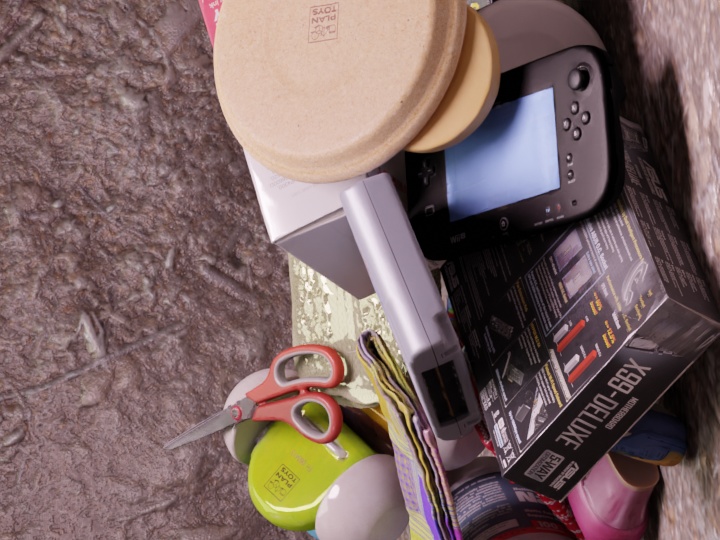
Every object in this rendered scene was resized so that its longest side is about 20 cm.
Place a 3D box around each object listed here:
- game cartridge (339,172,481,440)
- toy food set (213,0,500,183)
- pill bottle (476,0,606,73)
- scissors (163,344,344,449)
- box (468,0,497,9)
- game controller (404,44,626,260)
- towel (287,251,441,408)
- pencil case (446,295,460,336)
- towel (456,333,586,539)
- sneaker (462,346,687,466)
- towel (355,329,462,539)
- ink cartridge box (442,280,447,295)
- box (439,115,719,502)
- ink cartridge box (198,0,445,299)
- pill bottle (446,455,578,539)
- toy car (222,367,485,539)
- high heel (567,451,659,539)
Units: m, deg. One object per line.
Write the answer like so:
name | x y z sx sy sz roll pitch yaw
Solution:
game cartridge | 0.031 0.020 1.537 0.133 0.042 0.200 63 178 21
toy food set | -0.009 -0.152 1.556 0.049 0.200 0.198 16 -123 -53
pill bottle | 0.097 -0.123 1.696 0.200 0.114 0.114 -174 77 -83
scissors | -0.083 0.096 1.842 0.200 0.014 0.073 -7 93 44
box | 0.055 -0.167 1.889 0.200 0.048 0.159 4 100 53
game controller | 0.092 -0.069 1.520 0.200 0.042 0.104 -17 64 54
towel | 0.000 0.000 1.783 0.148 0.036 0.200 -2 91 47
pencil case | 0.116 0.037 1.829 0.200 0.078 0.087 -157 69 -82
towel | 0.109 0.119 1.714 0.200 0.022 0.145 46 -169 -44
sneaker | 0.141 0.057 1.574 0.200 0.075 0.088 30 93 48
towel | 0.040 0.148 1.699 0.144 0.023 0.200 -123 16 -61
ink cartridge box | 0.072 -0.088 2.104 0.116 0.067 0.200 110 152 -74
box | 0.129 0.015 1.502 0.158 0.050 0.200 -50 32 26
ink cartridge box | -0.022 -0.098 1.670 0.145 0.083 0.200 34 -145 -60
pill bottle | 0.111 0.216 1.853 0.200 0.119 0.120 -117 22 -70
toy car | 0.007 0.129 1.896 0.175 0.200 0.150 39 169 34
high heel | 0.143 0.100 1.681 0.096 0.067 0.200 107 155 -46
